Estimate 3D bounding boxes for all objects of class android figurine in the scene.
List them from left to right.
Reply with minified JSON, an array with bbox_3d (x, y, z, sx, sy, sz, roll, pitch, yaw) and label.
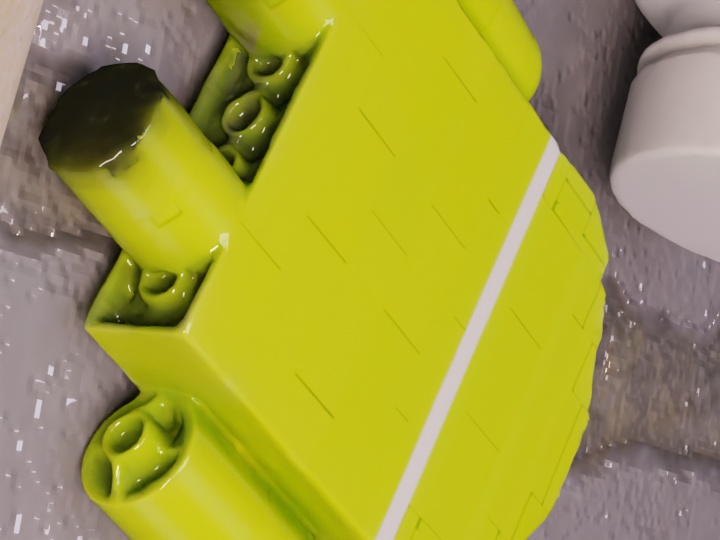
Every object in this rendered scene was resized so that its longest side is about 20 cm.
[{"bbox_3d":[0.000,0.000,0.708,0.200,0.041,0.183,50,54,-44],"label":"android figurine"}]

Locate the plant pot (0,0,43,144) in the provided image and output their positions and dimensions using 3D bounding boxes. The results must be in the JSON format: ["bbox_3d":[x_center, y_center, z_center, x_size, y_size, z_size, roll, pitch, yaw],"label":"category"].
[{"bbox_3d":[-0.112,-0.091,0.437,0.200,0.200,0.185,-3,107,-54],"label":"plant pot"}]

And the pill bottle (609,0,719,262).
[{"bbox_3d":[0.135,-0.105,0.824,0.114,0.114,0.201,37,63,-49],"label":"pill bottle"}]
